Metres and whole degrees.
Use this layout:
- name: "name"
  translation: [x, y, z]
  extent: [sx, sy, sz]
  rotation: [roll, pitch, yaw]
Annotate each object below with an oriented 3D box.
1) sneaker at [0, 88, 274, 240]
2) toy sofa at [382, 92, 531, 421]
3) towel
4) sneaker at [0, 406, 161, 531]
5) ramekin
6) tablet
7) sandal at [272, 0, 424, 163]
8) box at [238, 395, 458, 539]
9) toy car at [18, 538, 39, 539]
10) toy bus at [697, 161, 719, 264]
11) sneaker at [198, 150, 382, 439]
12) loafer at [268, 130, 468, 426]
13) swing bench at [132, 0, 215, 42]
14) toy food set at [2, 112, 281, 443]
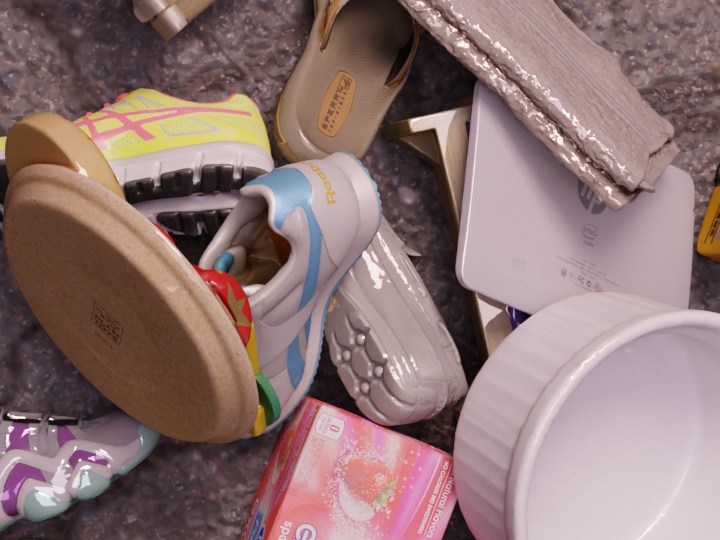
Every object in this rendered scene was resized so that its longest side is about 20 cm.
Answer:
- name: "sneaker"
  translation: [-0.146, -0.066, 1.380]
  extent: [0.199, 0.078, 0.090]
  rotation: [0, 49, 2]
- name: "toy sofa"
  translation: [0.087, -0.009, 1.410]
  extent: [0.097, 0.083, 0.201]
  rotation: [-14, 93, -9]
- name: "towel"
  translation: [0.105, -0.123, 1.368]
  extent: [0.200, 0.133, 0.034]
  rotation: [44, 113, 1]
- name: "sneaker"
  translation: [-0.227, 0.085, 1.356]
  extent: [0.200, 0.078, 0.140]
  rotation: [-24, 95, -10]
- name: "ramekin"
  translation: [0.150, 0.108, 1.339]
  extent: [0.200, 0.098, 0.201]
  rotation: [-9, 108, -27]
- name: "tablet"
  translation: [0.133, -0.026, 1.389]
  extent: [0.200, 0.014, 0.131]
  rotation: [22, 67, -41]
- name: "sandal"
  translation: [0.004, -0.147, 1.385]
  extent: [0.080, 0.054, 0.200]
  rotation: [25, 62, -15]
- name: "box"
  translation: [-0.023, 0.186, 1.384]
  extent: [0.102, 0.095, 0.200]
  rotation: [23, 86, -10]
- name: "toy car"
  translation: [-0.211, 0.281, 1.329]
  extent: [0.158, 0.164, 0.200]
  rotation: [39, 96, -8]
- name: "toy bus"
  translation: [0.277, -0.091, 1.445]
  extent: [0.065, 0.078, 0.200]
  rotation: [23, 86, -10]
- name: "sneaker"
  translation: [-0.061, 0.018, 1.347]
  extent: [0.081, 0.077, 0.200]
  rotation: [-12, 136, -41]
- name: "loafer"
  translation: [0.000, 0.000, 1.388]
  extent: [0.070, 0.070, 0.200]
  rotation: [-9, 67, -41]
- name: "swing bench"
  translation: [-0.104, -0.269, 1.354]
  extent: [0.200, 0.130, 0.199]
  rotation: [-39, 97, -2]
- name: "toy food set"
  translation: [-0.127, 0.016, 1.299]
  extent: [0.200, 0.198, 0.049]
  rotation: [33, 59, 26]
